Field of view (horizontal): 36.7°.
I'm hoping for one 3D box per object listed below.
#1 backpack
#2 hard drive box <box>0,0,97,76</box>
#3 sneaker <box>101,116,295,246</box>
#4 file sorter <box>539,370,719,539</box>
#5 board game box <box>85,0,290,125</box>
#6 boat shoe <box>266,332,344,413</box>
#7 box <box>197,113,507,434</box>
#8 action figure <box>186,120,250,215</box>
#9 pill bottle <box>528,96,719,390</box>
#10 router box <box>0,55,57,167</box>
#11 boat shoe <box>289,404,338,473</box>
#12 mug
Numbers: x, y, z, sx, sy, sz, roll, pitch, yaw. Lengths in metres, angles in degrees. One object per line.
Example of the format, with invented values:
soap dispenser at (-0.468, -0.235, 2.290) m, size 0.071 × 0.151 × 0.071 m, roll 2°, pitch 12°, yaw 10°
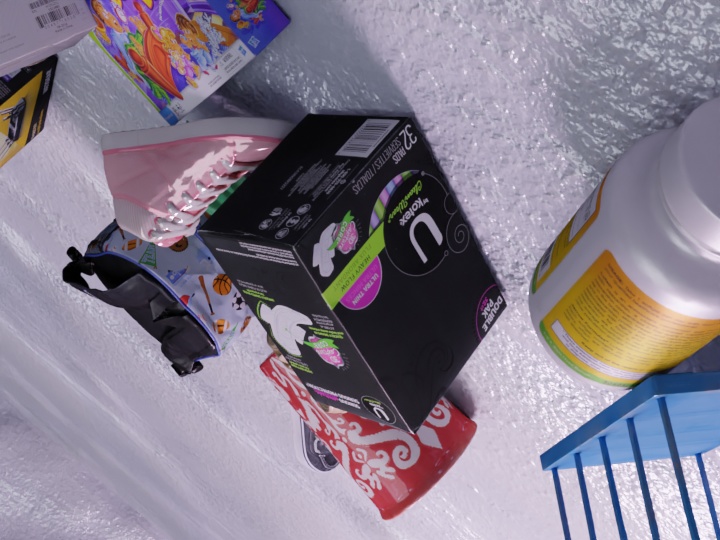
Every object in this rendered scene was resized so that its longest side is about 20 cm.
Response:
backpack at (-0.186, 0.010, 1.135) m, size 0.200 × 0.155 × 0.190 m, roll 43°, pitch 166°, yaw -20°
hard drive box at (-0.329, -0.252, 0.865) m, size 0.077 × 0.155 × 0.202 m, roll -6°, pitch 111°, yaw 58°
sneaker at (-0.138, -0.076, 0.938) m, size 0.198 × 0.075 × 0.106 m, roll -3°, pitch 91°, yaw 29°
file sorter at (0.229, 0.154, 0.738) m, size 0.137 × 0.124 × 0.200 m, roll -2°, pitch 158°, yaw -13°
board game box at (-0.153, -0.205, 0.873) m, size 0.135 × 0.045 × 0.199 m, roll 48°, pitch 154°, yaw -13°
boat shoe at (-0.055, 0.053, 0.965) m, size 0.071 × 0.064 × 0.202 m, roll 33°, pitch 145°, yaw 52°
box at (0.000, 0.000, 0.857) m, size 0.124 × 0.149 × 0.201 m, roll 11°, pitch 141°, yaw 46°
action figure at (-0.081, -0.051, 1.004) m, size 0.199 × 0.055 × 0.119 m, roll 38°, pitch 153°, yaw 18°
pill bottle at (0.179, -0.012, 0.629) m, size 0.111 × 0.111 × 0.200 m, roll 38°, pitch 155°, yaw 7°
router box at (-0.409, -0.159, 1.179) m, size 0.052 × 0.158 × 0.200 m, roll 43°, pitch 155°, yaw -4°
boat shoe at (-0.037, 0.192, 1.314) m, size 0.067 × 0.072 × 0.201 m, roll 29°, pitch 145°, yaw 28°
mug at (-0.009, 0.142, 1.107) m, size 0.200 × 0.133 × 0.177 m, roll 46°, pitch 133°, yaw -1°
